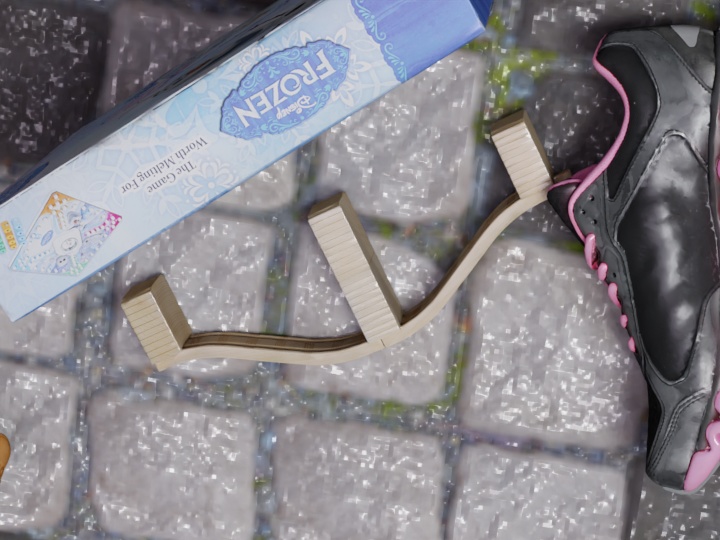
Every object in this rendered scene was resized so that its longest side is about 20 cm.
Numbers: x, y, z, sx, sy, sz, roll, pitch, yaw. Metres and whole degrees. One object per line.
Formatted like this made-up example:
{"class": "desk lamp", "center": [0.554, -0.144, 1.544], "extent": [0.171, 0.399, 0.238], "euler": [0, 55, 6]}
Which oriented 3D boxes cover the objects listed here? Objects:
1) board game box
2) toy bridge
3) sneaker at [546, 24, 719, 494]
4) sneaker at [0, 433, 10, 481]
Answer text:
{"class": "board game box", "center": [-0.040, -0.070, 0.831], "extent": [0.199, 0.200, 0.043], "euler": [-30, 100, 13]}
{"class": "toy bridge", "center": [0.000, 0.000, 0.933], "extent": [0.200, 0.027, 0.067], "euler": [-23, 102, 12]}
{"class": "sneaker", "center": [0.123, -0.009, 0.896], "extent": [0.095, 0.079, 0.201], "euler": [6, 96, 9]}
{"class": "sneaker", "center": [-0.243, 0.049, 0.965], "extent": [0.200, 0.073, 0.085], "euler": [34, 75, 4]}
